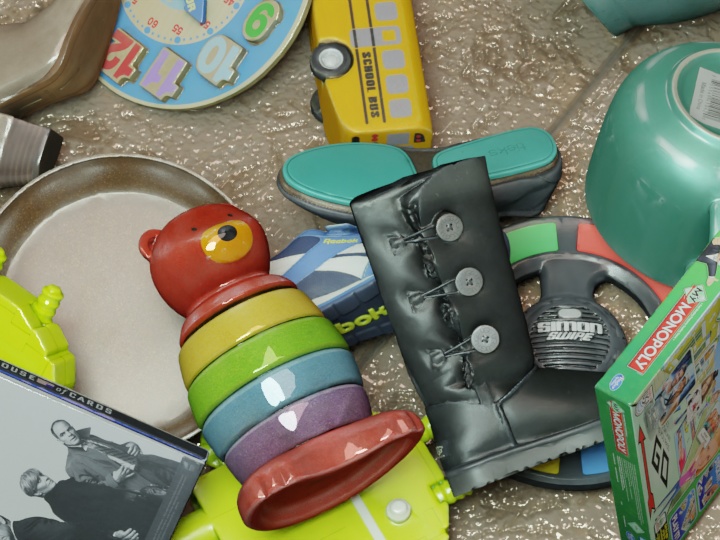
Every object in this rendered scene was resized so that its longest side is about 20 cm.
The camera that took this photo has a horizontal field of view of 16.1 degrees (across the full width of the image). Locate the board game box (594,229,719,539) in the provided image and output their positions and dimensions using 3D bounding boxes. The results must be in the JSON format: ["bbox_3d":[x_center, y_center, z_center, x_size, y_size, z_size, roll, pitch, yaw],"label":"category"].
[{"bbox_3d":[0.202,0.085,1.584,0.029,0.200,0.135,29,65,28],"label":"board game box"}]

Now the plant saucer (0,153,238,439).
[{"bbox_3d":[-0.157,0.024,1.654,0.199,0.032,0.201,0,76,1],"label":"plant saucer"}]

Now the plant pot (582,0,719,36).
[{"bbox_3d":[0.192,-0.250,1.789,0.134,0.200,0.201,-38,65,10],"label":"plant pot"}]

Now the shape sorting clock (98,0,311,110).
[{"bbox_3d":[-0.123,-0.212,1.799,0.199,0.039,0.201,-3,84,24],"label":"shape sorting clock"}]

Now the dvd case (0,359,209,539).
[{"bbox_3d":[-0.213,0.137,1.575,0.199,0.151,0.025,24,18,-4],"label":"dvd case"}]

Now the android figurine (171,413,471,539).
[{"bbox_3d":[-0.026,0.162,1.626,0.199,0.041,0.182,-25,64,-11],"label":"android figurine"}]

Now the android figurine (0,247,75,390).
[{"bbox_3d":[-0.253,0.082,1.612,0.182,0.041,0.200,31,106,14],"label":"android figurine"}]

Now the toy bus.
[{"bbox_3d":[-0.001,-0.166,1.798,0.078,0.065,0.201,-6,62,-4],"label":"toy bus"}]

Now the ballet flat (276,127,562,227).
[{"bbox_3d":[0.040,-0.051,1.730,0.199,0.073,0.073,-8,61,-13],"label":"ballet flat"}]

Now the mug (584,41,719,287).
[{"bbox_3d":[0.243,-0.067,1.697,0.152,0.115,0.185,-21,58,-27],"label":"mug"}]

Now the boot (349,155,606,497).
[{"bbox_3d":[0.096,0.022,1.615,0.164,0.066,0.201,-19,85,-17],"label":"boot"}]

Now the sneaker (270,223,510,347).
[{"bbox_3d":[0.000,0.000,1.687,0.199,0.074,0.082,-19,51,6],"label":"sneaker"}]

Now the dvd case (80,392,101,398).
[{"bbox_3d":[-0.214,0.027,1.707,0.199,0.025,0.151,-5,62,-2],"label":"dvd case"}]

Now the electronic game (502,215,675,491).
[{"bbox_3d":[0.138,0.053,1.693,0.199,0.042,0.201,0,61,0],"label":"electronic game"}]

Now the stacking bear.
[{"bbox_3d":[-0.064,0.049,1.576,0.121,0.114,0.200,-22,73,-20],"label":"stacking bear"}]

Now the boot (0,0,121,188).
[{"bbox_3d":[-0.261,-0.146,1.773,0.146,0.070,0.201,14,70,17],"label":"boot"}]
